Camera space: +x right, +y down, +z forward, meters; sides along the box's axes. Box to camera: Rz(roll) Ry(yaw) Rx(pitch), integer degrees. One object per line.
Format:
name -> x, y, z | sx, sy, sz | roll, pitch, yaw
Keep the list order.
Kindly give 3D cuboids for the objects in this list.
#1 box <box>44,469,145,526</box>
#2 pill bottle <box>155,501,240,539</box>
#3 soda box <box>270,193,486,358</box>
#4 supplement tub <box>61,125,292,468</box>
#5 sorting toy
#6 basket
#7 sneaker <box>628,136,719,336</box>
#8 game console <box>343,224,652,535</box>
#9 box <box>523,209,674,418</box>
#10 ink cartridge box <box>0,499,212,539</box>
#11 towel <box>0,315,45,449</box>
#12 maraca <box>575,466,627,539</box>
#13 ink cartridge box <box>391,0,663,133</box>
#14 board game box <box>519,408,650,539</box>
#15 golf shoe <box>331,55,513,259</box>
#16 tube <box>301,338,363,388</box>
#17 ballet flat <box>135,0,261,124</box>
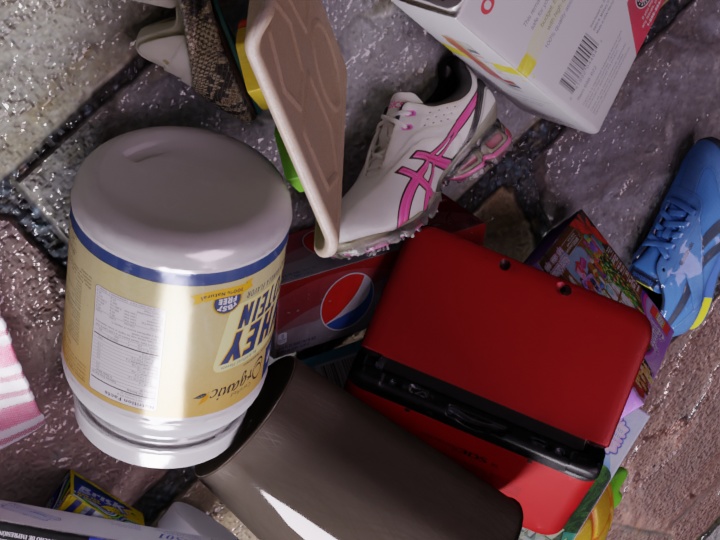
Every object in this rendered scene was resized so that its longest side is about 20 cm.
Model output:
box -> -0.242, 0.253, 1.199 | 0.070, 0.064, 0.200 | 34, 93, -13
pill bottle -> -0.170, 0.285, 1.263 | 0.200, 0.112, 0.112 | -54, 137, 2
soda box -> 0.000, 0.000, 1.259 | 0.200, 0.063, 0.070 | -17, 127, -33
supplement tub -> -0.127, 0.020, 1.095 | 0.144, 0.144, 0.200 | -17, 135, -32
sorting toy -> -0.045, -0.137, 1.072 | 0.036, 0.185, 0.200 | -8, 134, 10
basket -> -0.013, 0.168, 1.200 | 0.200, 0.136, 0.180 | 40, 130, -13
sneaker -> 0.292, -0.025, 1.492 | 0.078, 0.066, 0.201 | -9, 122, -32
game console -> 0.096, 0.088, 1.245 | 0.173, 0.199, 0.119 | 109, 5, -54
box -> 0.191, 0.033, 1.328 | 0.039, 0.137, 0.200 | -36, -178, 23
ink cartridge box -> -0.209, 0.220, 1.143 | 0.199, 0.044, 0.094 | 12, 100, -12
towel -> -0.297, 0.070, 1.075 | 0.146, 0.030, 0.200 | -30, 133, -21
maraca -> 0.190, 0.230, 1.543 | 0.200, 0.107, 0.137 | 16, 111, -55
ink cartridge box -> 0.129, -0.213, 1.204 | 0.200, 0.083, 0.145 | 31, 86, -47
board game box -> 0.101, 0.150, 1.331 | 0.200, 0.200, 0.041 | -57, 171, -10
golf shoe -> 0.030, -0.083, 1.217 | 0.200, 0.072, 0.092 | -43, 113, -36
tube -> 0.048, 0.070, 1.304 | 0.199, 0.050, 0.078 | -16, 107, -6
ballet flat -> -0.118, -0.181, 1.049 | 0.075, 0.068, 0.201 | -15, 123, -6
